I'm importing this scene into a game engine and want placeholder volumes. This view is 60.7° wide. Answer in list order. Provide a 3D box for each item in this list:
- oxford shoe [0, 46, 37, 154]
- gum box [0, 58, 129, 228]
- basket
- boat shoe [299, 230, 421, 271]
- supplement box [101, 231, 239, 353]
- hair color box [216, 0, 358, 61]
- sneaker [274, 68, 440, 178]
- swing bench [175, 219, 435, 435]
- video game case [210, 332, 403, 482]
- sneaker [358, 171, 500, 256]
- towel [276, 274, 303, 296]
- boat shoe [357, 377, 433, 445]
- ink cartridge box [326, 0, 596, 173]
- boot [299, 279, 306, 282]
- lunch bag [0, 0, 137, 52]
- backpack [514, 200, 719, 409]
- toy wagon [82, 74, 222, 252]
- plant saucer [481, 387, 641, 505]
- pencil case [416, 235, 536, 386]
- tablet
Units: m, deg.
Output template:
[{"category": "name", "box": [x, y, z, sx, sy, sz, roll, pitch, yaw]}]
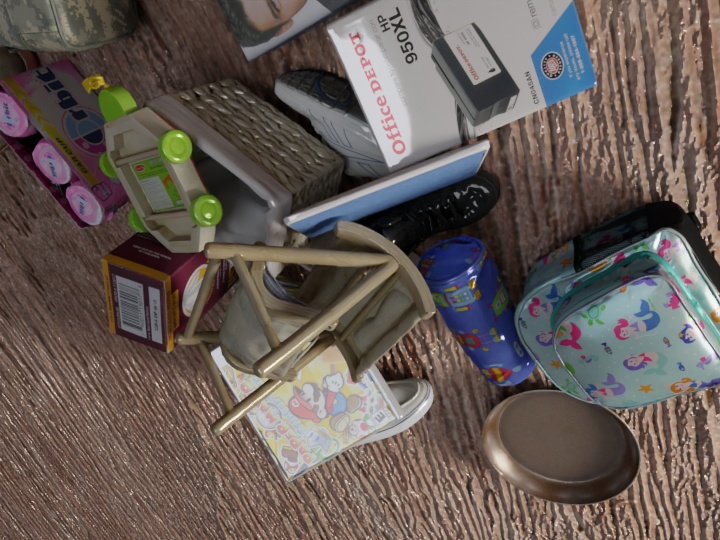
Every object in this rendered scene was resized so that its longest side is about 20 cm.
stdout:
[{"category": "oxford shoe", "box": [-0.515, -0.229, 0.849, 0.070, 0.075, 0.200, 39, 128, -4]}, {"category": "gum box", "box": [-0.370, -0.161, 0.803, 0.066, 0.114, 0.200, -27, 106, 34]}, {"category": "basket", "box": [-0.130, -0.108, 0.690, 0.200, 0.123, 0.136, 38, 140, 16]}, {"category": "boat shoe", "box": [0.000, 0.000, 0.771, 0.199, 0.072, 0.069, 19, 147, 4]}, {"category": "supplement box", "box": [-0.223, -0.007, 0.778, 0.085, 0.200, 0.111, 18, 126, 12]}, {"category": "hair color box", "box": [-0.050, -0.300, 0.608, 0.199, 0.061, 0.099, -17, 112, 32]}, {"category": "sneaker", "box": [-0.013, -0.150, 0.680, 0.199, 0.075, 0.087, 33, 132, 3]}, {"category": "swing bench", "box": [-0.064, 0.054, 0.636, 0.130, 0.199, 0.199, 62, 146, 18]}, {"category": "video game case", "box": [-0.072, 0.144, 0.788, 0.181, 0.023, 0.201, -32, 89, 13]}, {"category": "sneaker", "box": [0.055, -0.047, 0.689, 0.199, 0.104, 0.060, -15, 112, 30]}, {"category": "towel", "box": [-0.084, 0.104, 0.835, 0.143, 0.023, 0.201, 12, 116, 2]}, {"category": "boat shoe", "box": [-0.002, 0.180, 0.831, 0.201, 0.075, 0.086, -20, 126, 1]}, {"category": "ink cartridge box", "box": [0.088, -0.197, 0.558, 0.199, 0.084, 0.145, -22, 110, 12]}, {"category": "boot", "box": [-0.109, 0.113, 0.886, 0.185, 0.064, 0.201, -20, 114, 18]}, {"category": "lunch bag", "box": [-0.361, -0.345, 0.669, 0.167, 0.139, 0.201, 5, 121, 20]}, {"category": "backpack", "box": [0.266, 0.049, 0.636, 0.199, 0.151, 0.178, -27, 108, 39]}, {"category": "toy wagon", "box": [-0.221, -0.112, 0.647, 0.155, 0.040, 0.201, 1, 120, 45]}, {"category": "plant saucer", "box": [0.262, 0.228, 0.813, 0.199, 0.032, 0.201, 12, 124, 18]}, {"category": "pencil case", "box": [0.140, 0.046, 0.699, 0.078, 0.087, 0.200, 9, 145, 47]}, {"category": "tablet", "box": [0.027, -0.077, 0.611, 0.199, 0.130, 0.014, -20, 86, 4]}]
